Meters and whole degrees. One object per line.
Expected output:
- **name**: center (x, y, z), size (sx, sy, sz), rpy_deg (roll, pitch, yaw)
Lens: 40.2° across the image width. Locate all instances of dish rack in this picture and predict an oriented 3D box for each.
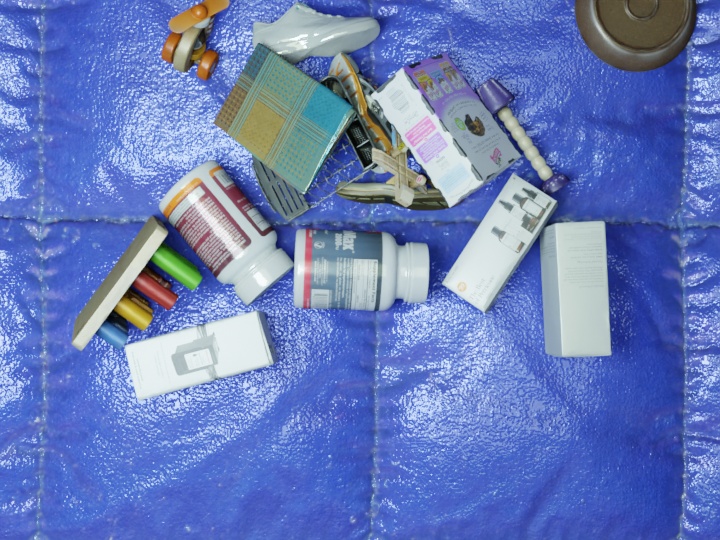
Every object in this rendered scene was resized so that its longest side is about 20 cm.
- **dish rack**: center (-0.075, -0.176, 1.476), size (0.199, 0.054, 0.155), rpy_deg (-31, 77, 17)

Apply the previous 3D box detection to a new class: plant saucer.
- **plant saucer**: center (0.440, -0.417, 1.551), size (0.198, 0.034, 0.203), rpy_deg (0, 88, -4)

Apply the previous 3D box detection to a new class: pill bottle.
- **pill bottle**: center (0.000, 0.000, 1.475), size (0.197, 0.120, 0.121), rpy_deg (2, 88, -3)
- **pill bottle**: center (-0.197, -0.054, 1.470), size (0.114, 0.114, 0.200), rpy_deg (-40, 90, -3)

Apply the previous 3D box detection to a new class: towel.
- **towel**: center (-0.114, -0.226, 1.456), size (0.199, 0.022, 0.147), rpy_deg (37, 101, 22)

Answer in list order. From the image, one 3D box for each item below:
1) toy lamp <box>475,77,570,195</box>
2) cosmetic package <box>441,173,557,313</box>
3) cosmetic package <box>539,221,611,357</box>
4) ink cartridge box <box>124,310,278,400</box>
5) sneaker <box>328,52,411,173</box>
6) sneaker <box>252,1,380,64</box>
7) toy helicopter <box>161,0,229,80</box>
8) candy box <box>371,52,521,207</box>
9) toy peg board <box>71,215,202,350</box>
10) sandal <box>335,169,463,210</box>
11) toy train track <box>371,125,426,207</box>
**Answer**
- **toy lamp**: center (0.247, -0.207, 1.525), size (0.058, 0.058, 0.201), rpy_deg (-33, 91, -3)
- **cosmetic package**: center (0.212, -0.040, 1.502), size (0.082, 0.051, 0.201), rpy_deg (33, 94, 15)
- **cosmetic package**: center (0.325, 0.030, 1.493), size (0.080, 0.113, 0.203), rpy_deg (-4, 90, -2)
- **ink cartridge box**: center (-0.229, 0.121, 1.447), size (0.198, 0.145, 0.084), rpy_deg (-15, 88, -3)
- **sneaker**: center (0.014, -0.245, 1.513), size (0.077, 0.078, 0.202), rpy_deg (-22, 82, -33)
- **sneaker**: center (-0.071, -0.375, 1.511), size (0.198, 0.075, 0.090), rpy_deg (-13, 77, -2)
- **toy helicopter**: center (-0.231, -0.391, 1.469), size (0.078, 0.132, 0.202), rpy_deg (26, 87, -1)
- **candy box**: center (0.130, -0.212, 1.454), size (0.071, 0.167, 0.201), rpy_deg (-36, 88, 34)
- **toy peg board**: center (-0.319, 0.035, 1.429), size (0.097, 0.200, 0.200), rpy_deg (37, 87, -16)
- **sandal**: center (0.061, -0.129, 1.506), size (0.197, 0.080, 0.055), rpy_deg (6, 81, 2)
- **toy train track**: center (0.066, -0.186, 1.444), size (0.114, 0.032, 0.202), rpy_deg (27, 48, -37)
